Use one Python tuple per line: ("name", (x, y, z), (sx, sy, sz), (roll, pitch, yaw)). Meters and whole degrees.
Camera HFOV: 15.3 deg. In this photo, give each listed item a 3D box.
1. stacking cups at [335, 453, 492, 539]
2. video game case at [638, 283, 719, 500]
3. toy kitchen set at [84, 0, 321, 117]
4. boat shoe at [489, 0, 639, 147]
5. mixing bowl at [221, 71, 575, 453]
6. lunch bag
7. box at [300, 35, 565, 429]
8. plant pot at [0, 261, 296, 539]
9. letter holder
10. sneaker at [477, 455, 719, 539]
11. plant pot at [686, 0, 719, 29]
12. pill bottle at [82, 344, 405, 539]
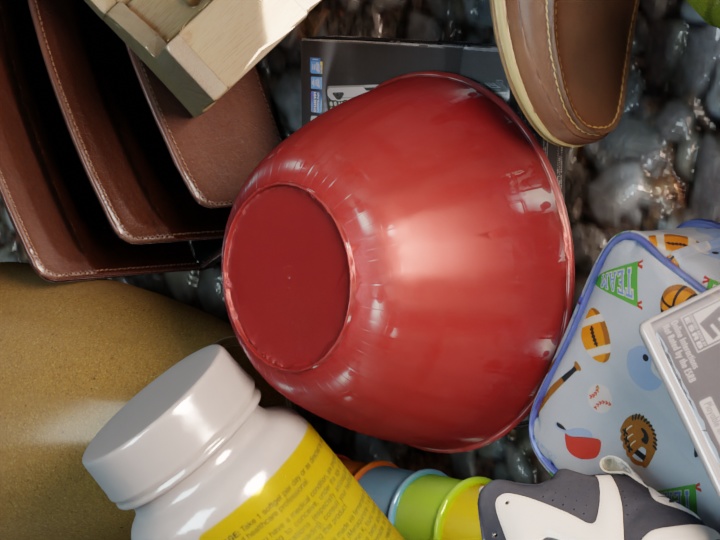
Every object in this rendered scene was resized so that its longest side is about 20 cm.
("stacking cups", (0.023, 0.137, 1.469), (0.200, 0.060, 0.061), (4, 97, 49))
("video game case", (0.245, 0.072, 1.176), (0.182, 0.023, 0.200), (-26, 71, 6))
("toy kitchen set", (-0.093, -0.212, 1.424), (0.200, 0.163, 0.180), (46, 176, -5))
("boat shoe", (0.108, -0.161, 1.295), (0.068, 0.072, 0.200), (-1, 91, 48))
("mixing bowl", (0.000, 0.000, 1.367), (0.200, 0.108, 0.201), (6, 99, 46))
("lunch bag", (0.174, 0.078, 1.290), (0.200, 0.075, 0.160), (41, 125, 35))
("box", (0.037, -0.024, 1.439), (0.158, 0.050, 0.200), (9, 100, 45))
("plant pot", (-0.140, 0.085, 1.543), (0.200, 0.186, 0.187), (-3, 92, 44))
("letter holder", (-0.144, -0.106, 1.554), (0.101, 0.142, 0.200), (-35, 69, 43))
("sneaker", (0.075, 0.166, 1.268), (0.199, 0.079, 0.130), (-44, 48, 8))
("plant pot", (0.253, -0.120, 1.118), (0.193, 0.200, 0.200), (53, 130, 13))
("pill bottle", (-0.047, 0.144, 1.396), (0.114, 0.114, 0.200), (-27, 106, 45))
